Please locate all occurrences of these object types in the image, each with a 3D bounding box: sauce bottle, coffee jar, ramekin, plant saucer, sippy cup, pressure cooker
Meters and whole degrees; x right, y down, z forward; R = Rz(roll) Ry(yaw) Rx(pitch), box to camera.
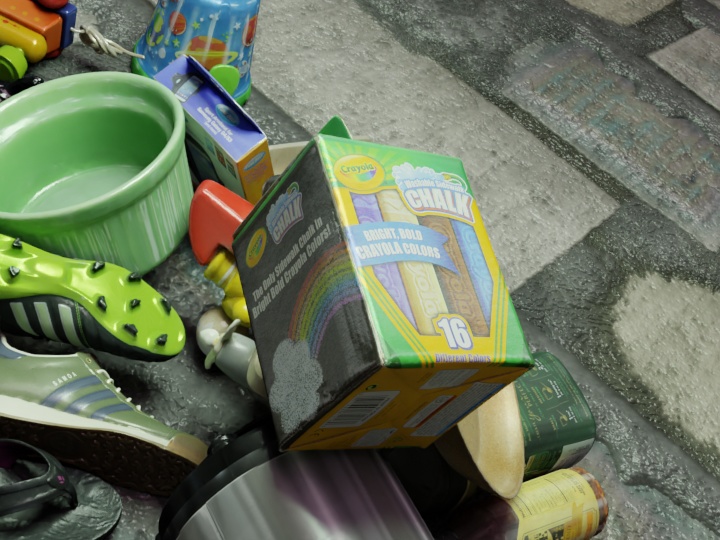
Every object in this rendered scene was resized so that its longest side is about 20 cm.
[{"bbox_3d":[0.115,0.213,0.912,0.197,0.067,0.066,-12,53,-34],"label":"sauce bottle"},{"bbox_3d":[0.101,0.140,0.963,0.197,0.086,0.105,-10,59,-36],"label":"coffee jar"},{"bbox_3d":[-0.234,-0.071,0.947,0.196,0.099,0.202,-6,41,5],"label":"ramekin"},{"bbox_3d":[0.074,0.076,0.854,0.201,0.035,0.203,54,27,-43],"label":"plant saucer"},{"bbox_3d":[-0.168,-0.259,1.207,0.177,0.131,0.139,39,41,16],"label":"sippy cup"},{"bbox_3d":[-0.040,0.190,0.762,0.174,0.180,0.201,-13,54,-33],"label":"pressure cooker"}]

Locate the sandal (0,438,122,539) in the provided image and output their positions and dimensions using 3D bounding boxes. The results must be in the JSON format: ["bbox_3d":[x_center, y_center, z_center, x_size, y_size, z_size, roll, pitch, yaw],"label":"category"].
[{"bbox_3d":[-0.263,0.147,0.787,0.197,0.048,0.076,17,41,-10],"label":"sandal"}]

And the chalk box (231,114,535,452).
[{"bbox_3d":[0.003,-0.001,0.726,0.122,0.124,0.203,5,57,-35],"label":"chalk box"}]

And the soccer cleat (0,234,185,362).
[{"bbox_3d":[-0.232,0.027,0.872,0.198,0.081,0.068,24,49,-26],"label":"soccer cleat"}]

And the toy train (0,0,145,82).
[{"bbox_3d":[-0.329,-0.228,1.133,0.197,0.085,0.117,26,50,-1],"label":"toy train"}]

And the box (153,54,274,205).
[{"bbox_3d":[-0.126,-0.105,1.022,0.041,0.201,0.119,-40,68,-14],"label":"box"}]

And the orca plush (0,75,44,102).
[{"bbox_3d":[-0.308,-0.142,1.053,0.198,0.072,0.105,31,40,5],"label":"orca plush"}]

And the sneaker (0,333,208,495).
[{"bbox_3d":[-0.203,0.101,0.853,0.197,0.068,0.091,15,45,-10],"label":"sneaker"}]

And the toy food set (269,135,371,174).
[{"bbox_3d":[0.003,-0.061,1.143,0.142,0.061,0.201,-11,53,-36],"label":"toy food set"}]

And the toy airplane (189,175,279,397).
[{"bbox_3d":[-0.071,0.038,0.952,0.200,0.140,0.201,35,27,-60],"label":"toy airplane"}]
